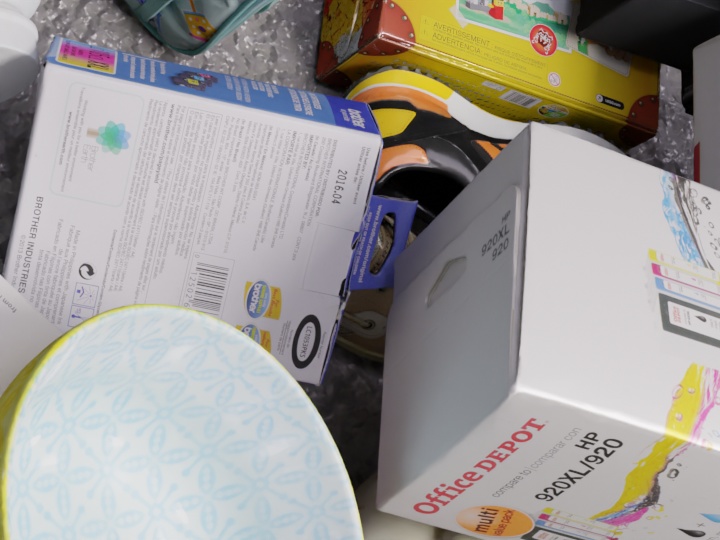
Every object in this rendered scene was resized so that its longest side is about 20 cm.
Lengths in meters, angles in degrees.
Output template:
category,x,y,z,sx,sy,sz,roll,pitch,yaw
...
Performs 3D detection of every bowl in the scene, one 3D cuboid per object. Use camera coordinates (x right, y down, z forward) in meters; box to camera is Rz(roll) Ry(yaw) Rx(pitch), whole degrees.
category,x,y,z,sx,sy,sz,roll,pitch,yaw
bowl,-0.102,0.124,0.763,0.200,0.107,0.201,24,56,-41

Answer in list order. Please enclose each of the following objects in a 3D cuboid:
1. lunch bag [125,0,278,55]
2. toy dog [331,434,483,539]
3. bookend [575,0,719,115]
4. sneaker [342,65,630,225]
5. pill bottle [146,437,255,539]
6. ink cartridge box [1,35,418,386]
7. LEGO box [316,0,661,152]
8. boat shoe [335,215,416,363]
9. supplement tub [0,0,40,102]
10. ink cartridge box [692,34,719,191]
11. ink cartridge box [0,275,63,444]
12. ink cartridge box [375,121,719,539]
category,x,y,z,sx,sy,sz,roll,pitch,yaw
lunch bag,-0.082,-0.203,0.924,0.077,0.200,0.161,-40,99,-29
toy dog,0.081,0.124,0.977,0.193,0.140,0.200,31,59,17
bookend,0.146,-0.219,1.027,0.198,0.092,0.201,13,70,-24
sneaker,0.078,-0.044,1.032,0.199,0.070,0.090,19,53,-22
pill bottle,-0.059,0.160,0.885,0.112,0.112,0.201,-24,88,-32
ink cartridge box,-0.071,-0.026,0.891,0.199,0.076,0.137,12,108,-8
LEGO box,0.084,-0.165,1.076,0.199,0.077,0.150,16,68,-25
boat shoe,0.000,0.000,0.990,0.199,0.065,0.072,22,66,-22
supplement tub,-0.233,-0.184,0.867,0.144,0.145,0.201,-6,79,-30
ink cartridge box,0.275,-0.035,0.982,0.200,0.083,0.147,28,55,-35
ink cartridge box,-0.245,0.082,0.796,0.125,0.128,0.200,44,61,-12
ink cartridge box,0.127,0.051,0.856,0.199,0.147,0.145,18,55,-18
